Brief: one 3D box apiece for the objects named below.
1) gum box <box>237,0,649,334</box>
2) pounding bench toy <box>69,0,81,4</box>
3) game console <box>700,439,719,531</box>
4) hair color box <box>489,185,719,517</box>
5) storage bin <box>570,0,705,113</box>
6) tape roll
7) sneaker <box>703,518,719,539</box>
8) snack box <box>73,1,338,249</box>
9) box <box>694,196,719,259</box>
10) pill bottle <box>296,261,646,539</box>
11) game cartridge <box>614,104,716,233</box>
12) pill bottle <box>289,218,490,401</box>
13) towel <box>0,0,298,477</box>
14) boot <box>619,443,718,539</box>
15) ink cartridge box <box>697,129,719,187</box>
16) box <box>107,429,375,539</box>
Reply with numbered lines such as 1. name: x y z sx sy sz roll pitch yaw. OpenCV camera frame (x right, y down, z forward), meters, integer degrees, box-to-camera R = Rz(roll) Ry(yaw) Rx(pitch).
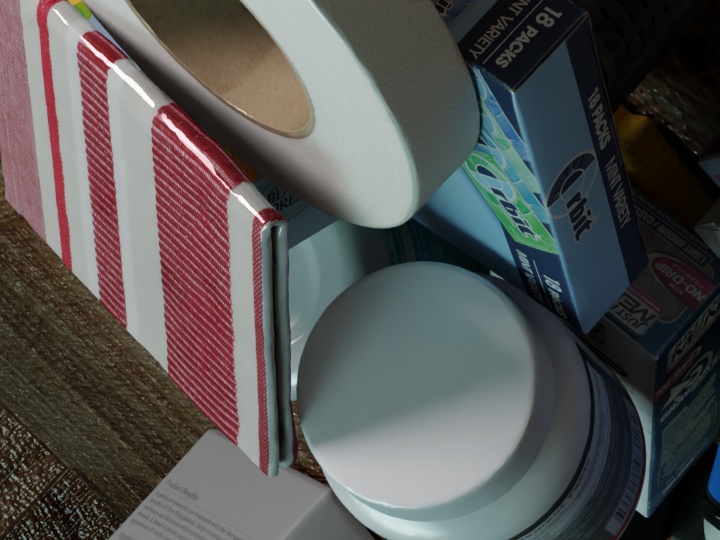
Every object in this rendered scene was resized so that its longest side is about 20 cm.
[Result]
1. gum box: 0.010 -0.080 1.071 0.200 0.045 0.170 34 163 28
2. pounding bench toy: -0.112 -0.108 1.511 0.156 0.124 0.200 29 160 40
3. game console: 0.258 0.108 1.212 0.200 0.118 0.171 33 131 29
4. hair color box: 0.115 0.030 1.322 0.100 0.061 0.200 38 164 19
5. storage bin: 0.057 -0.121 1.104 0.135 0.094 0.200 41 164 4
6. tape roll: -0.044 -0.098 1.010 0.203 0.037 0.203 39 163 14
7. sneaker: 0.246 0.144 1.399 0.200 0.074 0.087 30 150 32
8. snack box: -0.037 -0.085 1.238 0.142 0.200 0.053 34 138 30
9. box: 0.221 0.038 1.223 0.200 0.041 0.039 47 164 -18
10. pill bottle: 0.045 0.064 1.170 0.114 0.114 0.200 37 179 20
11. game cartridge: 0.129 -0.006 1.355 0.200 0.032 0.176 49 164 -24
12. pill bottle: 0.000 0.000 1.328 0.111 0.111 0.200 36 -162 23
13. towel: -0.085 -0.028 1.105 0.200 0.023 0.144 45 151 35
14. boot: 0.086 0.088 1.512 0.200 0.188 0.069 26 115 36
15. ink cartridge box: 0.231 0.011 1.129 0.200 0.042 0.119 44 166 -11
16. box: -0.080 0.274 2.391 0.199 0.171 0.200 21 155 55
